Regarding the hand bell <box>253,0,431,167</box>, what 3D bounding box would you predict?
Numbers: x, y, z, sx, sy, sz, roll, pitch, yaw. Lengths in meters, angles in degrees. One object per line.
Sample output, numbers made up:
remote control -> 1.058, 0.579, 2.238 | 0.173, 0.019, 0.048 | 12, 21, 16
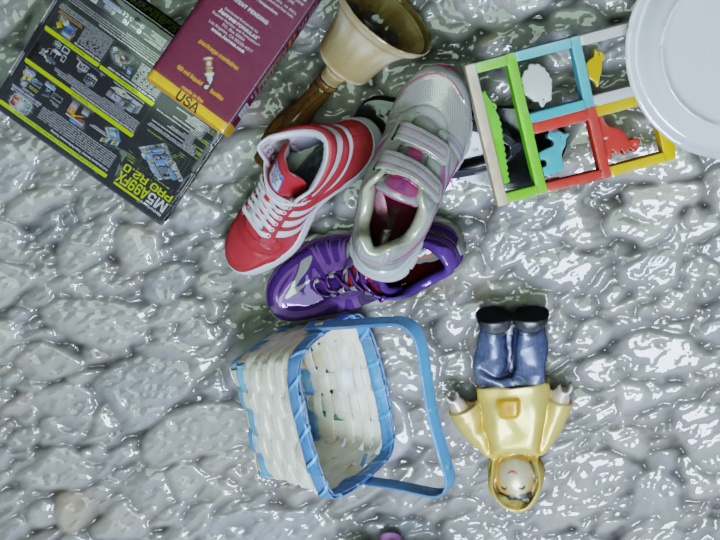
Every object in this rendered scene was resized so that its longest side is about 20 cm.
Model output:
hand bell -> -0.034, -0.165, 1.654 | 0.104, 0.104, 0.200 | 38, 121, -6

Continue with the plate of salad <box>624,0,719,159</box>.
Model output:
plate of salad -> 0.331, -0.199, 1.605 | 0.198, 0.048, 0.202 | -1, 104, -3

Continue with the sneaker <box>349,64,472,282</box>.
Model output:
sneaker -> 0.047, -0.085, 1.600 | 0.081, 0.088, 0.202 | 17, 91, 3

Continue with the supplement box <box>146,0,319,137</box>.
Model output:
supplement box -> -0.096, -0.223, 1.590 | 0.085, 0.110, 0.201 | 35, 91, -4

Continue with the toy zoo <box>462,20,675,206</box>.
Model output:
toy zoo -> 0.202, -0.146, 1.627 | 0.198, 0.020, 0.132 | -14, 98, -3

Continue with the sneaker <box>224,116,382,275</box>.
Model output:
sneaker -> -0.075, -0.066, 1.650 | 0.200, 0.112, 0.071 | -45, 75, 24

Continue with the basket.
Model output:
basket -> -0.012, 0.122, 1.689 | 0.199, 0.139, 0.178 | 5, 114, 38

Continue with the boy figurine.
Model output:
boy figurine -> 0.140, 0.135, 1.727 | 0.123, 0.064, 0.202 | 1, 105, 4

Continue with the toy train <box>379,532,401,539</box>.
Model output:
toy train -> 0.007, 0.339, 1.766 | 0.055, 0.151, 0.200 | 27, 118, -39

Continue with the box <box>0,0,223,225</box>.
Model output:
box -> -0.220, -0.165, 1.686 | 0.199, 0.044, 0.161 | 35, 109, -4

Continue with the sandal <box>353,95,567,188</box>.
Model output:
sandal -> 0.089, -0.114, 1.663 | 0.198, 0.043, 0.077 | 5, 108, 6

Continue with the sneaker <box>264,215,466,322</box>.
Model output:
sneaker -> 0.000, 0.000, 1.690 | 0.198, 0.084, 0.081 | -19, 104, 14
